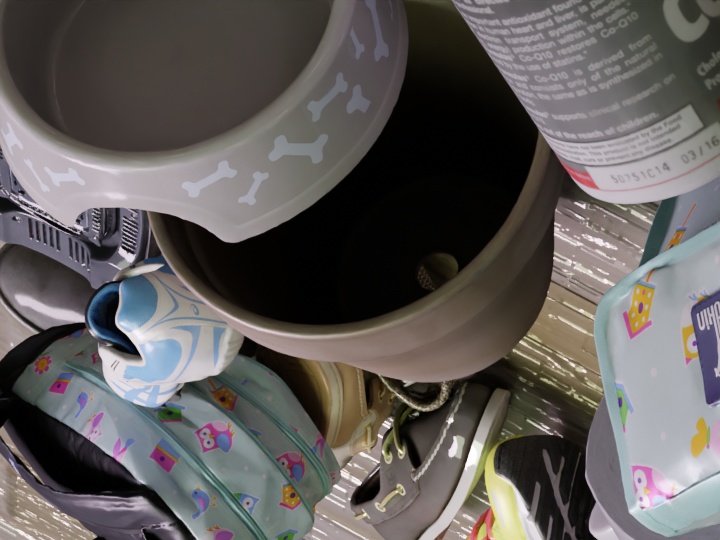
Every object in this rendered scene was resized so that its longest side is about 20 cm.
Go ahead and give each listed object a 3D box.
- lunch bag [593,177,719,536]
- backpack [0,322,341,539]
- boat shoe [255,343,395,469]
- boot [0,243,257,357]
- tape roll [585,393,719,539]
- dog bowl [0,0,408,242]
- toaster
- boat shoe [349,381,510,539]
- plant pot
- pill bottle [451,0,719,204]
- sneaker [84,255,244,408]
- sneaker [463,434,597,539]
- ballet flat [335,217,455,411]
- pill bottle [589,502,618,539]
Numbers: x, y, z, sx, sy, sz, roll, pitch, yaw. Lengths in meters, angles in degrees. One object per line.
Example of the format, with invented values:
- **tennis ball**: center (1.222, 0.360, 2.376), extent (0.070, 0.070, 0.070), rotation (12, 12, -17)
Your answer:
- **lunch bag**: center (0.193, 0.010, 1.240), extent (0.122, 0.200, 0.170), rotation (41, 140, -14)
- **backpack**: center (-0.107, 0.104, 1.649), extent (0.167, 0.127, 0.200), rotation (47, 165, -30)
- **boat shoe**: center (-0.015, 0.067, 1.683), extent (0.074, 0.069, 0.200), rotation (59, 166, 12)
- **boot**: center (-0.114, 0.003, 1.697), extent (0.182, 0.073, 0.200), rotation (23, 159, -8)
- **tape roll**: center (0.205, 0.075, 1.351), extent (0.200, 0.200, 0.066), rotation (1, 136, 45)
- **dog bowl**: center (-0.081, -0.109, 1.349), extent (0.200, 0.200, 0.059), rotation (20, 159, 23)
- **toaster**: center (-0.131, -0.093, 1.510), extent (0.113, 0.129, 0.200), rotation (25, 150, 14)
- **boat shoe**: center (0.038, 0.112, 1.705), extent (0.060, 0.072, 0.202), rotation (28, 154, 3)
- **plant pot**: center (0.017, -0.028, 1.424), extent (0.200, 0.200, 0.174), rotation (19, 163, 25)
- **pill bottle**: center (0.092, -0.134, 1.240), extent (0.114, 0.114, 0.200), rotation (0, 137, 45)
- **sneaker**: center (-0.109, 0.027, 1.506), extent (0.072, 0.072, 0.200), rotation (17, 168, -12)
- **sneaker**: center (0.092, 0.159, 1.686), extent (0.090, 0.078, 0.200), rotation (3, 146, 21)
- **ballet flat**: center (0.000, 0.000, 1.571), extent (0.068, 0.075, 0.200), rotation (-25, 125, 14)
- **pill bottle**: center (0.221, 0.170, 1.569), extent (0.200, 0.109, 0.109), rotation (39, 150, -9)
